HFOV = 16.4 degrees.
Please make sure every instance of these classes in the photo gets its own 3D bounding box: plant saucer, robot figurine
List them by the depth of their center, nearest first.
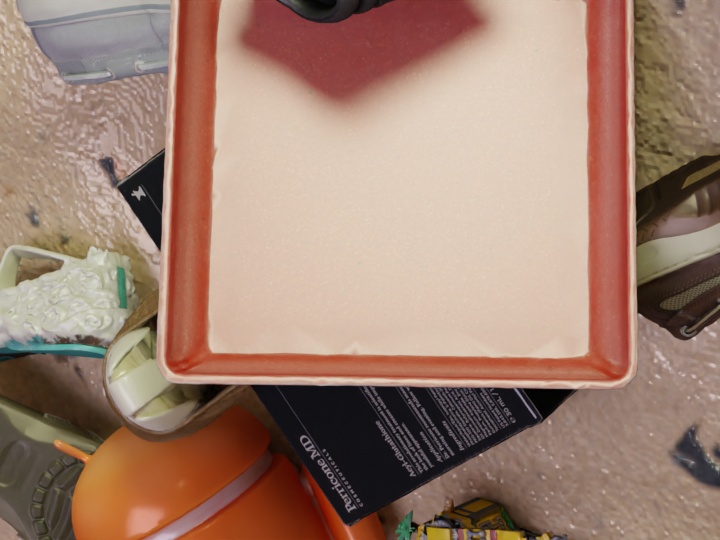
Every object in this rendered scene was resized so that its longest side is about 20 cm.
[{"bbox_3d":[0.017,-0.044,1.069,0.199,0.037,0.200,1,74,2],"label":"plant saucer"},{"bbox_3d":[-0.069,0.149,1.273,0.144,0.117,0.200,-26,99,40],"label":"robot figurine"}]

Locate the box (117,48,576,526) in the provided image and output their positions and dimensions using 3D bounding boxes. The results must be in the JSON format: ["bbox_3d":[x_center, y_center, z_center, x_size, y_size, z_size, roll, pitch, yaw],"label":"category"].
[{"bbox_3d":[0.000,0.000,1.177,0.141,0.079,0.200,-32,92,38],"label":"box"}]

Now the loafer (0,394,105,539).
[{"bbox_3d":[-0.166,0.114,1.357,0.200,0.067,0.076,36,93,0],"label":"loafer"}]

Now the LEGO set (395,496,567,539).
[{"bbox_3d":[0.081,0.197,1.172,0.200,0.116,0.154,25,109,25],"label":"LEGO set"}]

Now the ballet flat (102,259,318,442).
[{"bbox_3d":[-0.073,0.035,1.150,0.200,0.072,0.068,-31,93,41],"label":"ballet flat"}]

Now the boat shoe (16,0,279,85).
[{"bbox_3d":[-0.076,-0.121,1.187,0.201,0.070,0.072,-1,123,38],"label":"boat shoe"}]

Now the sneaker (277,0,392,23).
[{"bbox_3d":[-0.035,-0.185,1.051,0.200,0.099,0.071,47,148,17],"label":"sneaker"}]

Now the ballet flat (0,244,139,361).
[{"bbox_3d":[-0.194,0.021,1.343,0.200,0.072,0.072,-5,109,34],"label":"ballet flat"}]

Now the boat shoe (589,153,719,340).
[{"bbox_3d":[0.190,-0.026,1.046,0.075,0.075,0.202,49,138,-13],"label":"boat shoe"}]
